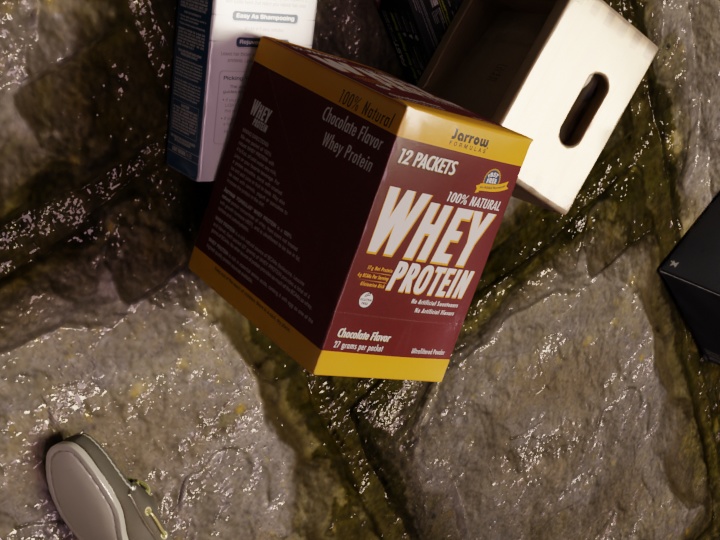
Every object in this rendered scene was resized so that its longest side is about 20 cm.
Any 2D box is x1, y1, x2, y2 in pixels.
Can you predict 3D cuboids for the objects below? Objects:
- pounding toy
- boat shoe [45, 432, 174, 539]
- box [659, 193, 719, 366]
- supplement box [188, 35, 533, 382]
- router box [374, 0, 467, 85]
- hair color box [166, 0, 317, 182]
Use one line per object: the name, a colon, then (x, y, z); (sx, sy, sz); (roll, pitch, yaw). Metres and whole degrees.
pounding toy: (0.134, -0.128, 0.985); (0.142, 0.184, 0.201); (29, 91, -29)
boat shoe: (-0.211, 0.222, 1.006); (0.060, 0.072, 0.203); (-50, 125, -48)
box: (0.508, 0.006, 1.439); (0.200, 0.123, 0.199); (-49, 129, -11)
supplement box: (-0.007, -0.049, 0.883); (0.132, 0.197, 0.202); (8, 108, -40)
router box: (0.108, -0.226, 1.068); (0.150, 0.062, 0.201); (-38, 127, -18)
hair color box: (-0.096, -0.178, 0.930); (0.099, 0.060, 0.202); (-6, 113, -37)
